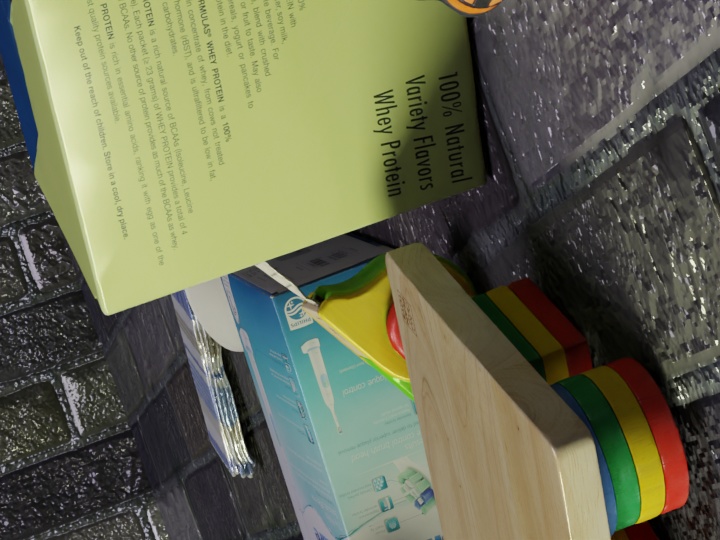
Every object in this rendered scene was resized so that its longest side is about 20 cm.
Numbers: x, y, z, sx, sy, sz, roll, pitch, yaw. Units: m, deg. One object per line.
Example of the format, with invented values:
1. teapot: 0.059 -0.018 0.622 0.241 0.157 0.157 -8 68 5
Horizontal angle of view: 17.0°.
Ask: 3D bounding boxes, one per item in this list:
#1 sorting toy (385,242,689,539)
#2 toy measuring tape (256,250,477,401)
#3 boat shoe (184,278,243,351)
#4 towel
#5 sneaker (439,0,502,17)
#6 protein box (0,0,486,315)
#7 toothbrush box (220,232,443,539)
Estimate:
1. sorting toy: 0.093 0.105 1.098 0.199 0.069 0.201 -129 24 -58
2. toy measuring tape: 0.000 0.000 1.249 0.200 0.074 0.074 40 176 -16
3. boat shoe: -0.112 -0.040 1.811 0.069 0.072 0.201 -66 -47 -76
4. towel: -0.141 0.084 2.224 0.147 0.024 0.201 -144 38 -73
5. sneaker: 0.008 -0.191 1.004 0.112 0.077 0.201 107 142 -69
6. protein box: -0.065 -0.121 1.140 0.135 0.199 0.199 -124 19 -50
7. toothbrush box: -0.006 0.085 1.471 0.146 0.085 0.201 -160 52 -73
